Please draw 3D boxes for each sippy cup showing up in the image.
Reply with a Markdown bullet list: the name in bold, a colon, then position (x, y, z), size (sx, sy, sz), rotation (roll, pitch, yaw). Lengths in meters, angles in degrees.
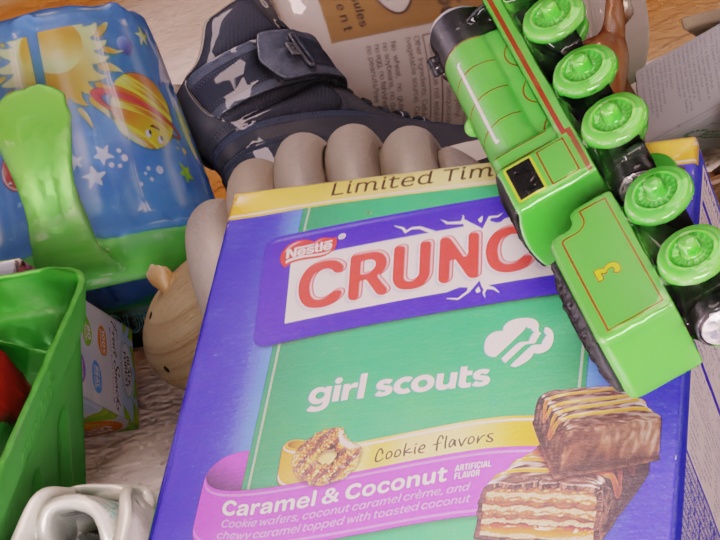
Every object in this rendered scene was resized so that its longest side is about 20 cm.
- **sippy cup**: position (-0.132, -0.048, 1.106), size (0.139, 0.131, 0.178), rotation (-11, -5, -34)

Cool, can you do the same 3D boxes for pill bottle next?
- **pill bottle**: position (0.048, -0.125, 1.309), size (0.199, 0.115, 0.114), rotation (-12, 16, -14)

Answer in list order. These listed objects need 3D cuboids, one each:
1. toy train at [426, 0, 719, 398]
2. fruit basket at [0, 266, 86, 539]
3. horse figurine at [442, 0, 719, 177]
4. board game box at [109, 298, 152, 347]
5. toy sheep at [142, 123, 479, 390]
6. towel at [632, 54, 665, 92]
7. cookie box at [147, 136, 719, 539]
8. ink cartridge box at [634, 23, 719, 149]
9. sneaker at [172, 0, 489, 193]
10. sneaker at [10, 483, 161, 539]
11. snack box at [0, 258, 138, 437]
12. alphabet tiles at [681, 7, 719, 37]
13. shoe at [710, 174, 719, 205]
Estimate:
- **toy train**: position (0.068, -0.036, 0.772), size (0.056, 0.042, 0.200), rotation (-29, 40, 5)
- **fruit basket**: position (-0.190, 0.045, 0.851), size (0.155, 0.217, 0.216), rotation (-9, 17, 11)
- **horse figurine**: position (0.116, -0.060, 1.062), size (0.050, 0.200, 0.133), rotation (-1, 46, 34)
- **board game box**: position (-0.036, -0.012, 1.246), size (0.135, 0.028, 0.200), rotation (-5, 19, 27)
- **toy sheep**: position (0.000, 0.000, 1.014), size (0.199, 0.138, 0.138), rotation (-24, 16, 8)
- **towel**: position (0.181, -0.092, 1.354), size (0.199, 0.024, 0.152), rotation (-22, 19, -30)
- **cookie box**: position (0.030, 0.058, 0.773), size (0.170, 0.075, 0.201), rotation (-7, 43, 17)
- **ink cartridge box**: position (0.246, -0.094, 0.983), size (0.199, 0.041, 0.200), rotation (-2, -12, -31)
- **sneaker**: position (0.000, -0.074, 1.187), size (0.202, 0.077, 0.146), rotation (-8, 49, -44)
- **sneaker**: position (-0.075, 0.102, 0.828), size (0.070, 0.081, 0.200), rotation (-9, 16, 18)
- **snack box**: position (-0.211, 0.049, 1.036), size (0.199, 0.053, 0.142), rotation (-9, -14, 12)
- **alphabet tiles**: position (0.258, -0.112, 1.033), size (0.199, 0.008, 0.167), rotation (-12, -13, 26)
- **shoe**: position (0.202, -0.009, 0.919), size (0.199, 0.054, 0.070), rotation (-10, 36, 5)
